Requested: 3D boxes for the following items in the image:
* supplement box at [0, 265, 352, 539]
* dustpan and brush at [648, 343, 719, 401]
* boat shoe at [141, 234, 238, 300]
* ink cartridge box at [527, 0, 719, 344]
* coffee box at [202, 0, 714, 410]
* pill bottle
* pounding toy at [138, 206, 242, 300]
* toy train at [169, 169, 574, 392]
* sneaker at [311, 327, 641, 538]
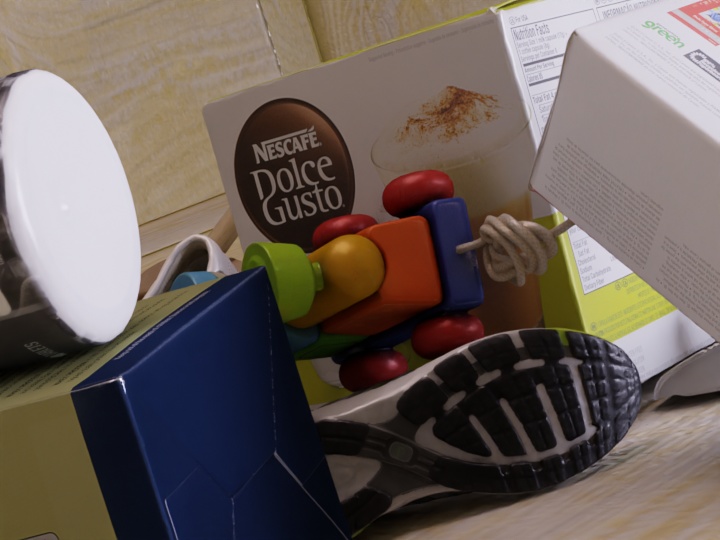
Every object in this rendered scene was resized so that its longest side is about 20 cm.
[{"bbox_3d":[-0.132,0.104,0.815,0.199,0.135,0.200,-15,7,15],"label":"supplement box"},{"bbox_3d":[0.241,0.003,0.973,0.199,0.058,0.139,-12,9,38],"label":"dustpan and brush"},{"bbox_3d":[-0.108,0.067,0.981,0.070,0.069,0.201,1,49,24],"label":"boat shoe"},{"bbox_3d":[0.203,-0.035,0.835,0.175,0.084,0.200,-22,50,-35],"label":"ink cartridge box"},{"bbox_3d":[0.071,-0.035,1.093,0.199,0.199,0.200,-13,5,38],"label":"coffee box"},{"bbox_3d":[-0.193,-0.001,0.785,0.199,0.107,0.106,-15,7,18],"label":"pill bottle"},{"bbox_3d":[-0.112,0.040,1.233,0.199,0.143,0.184,-19,8,-10],"label":"pounding toy"},{"bbox_3d":[0.000,0.000,0.919,0.115,0.085,0.200,-5,-13,-31],"label":"toy train"},{"bbox_3d":[0.030,0.072,0.939,0.199,0.074,0.081,-16,4,4],"label":"sneaker"}]
